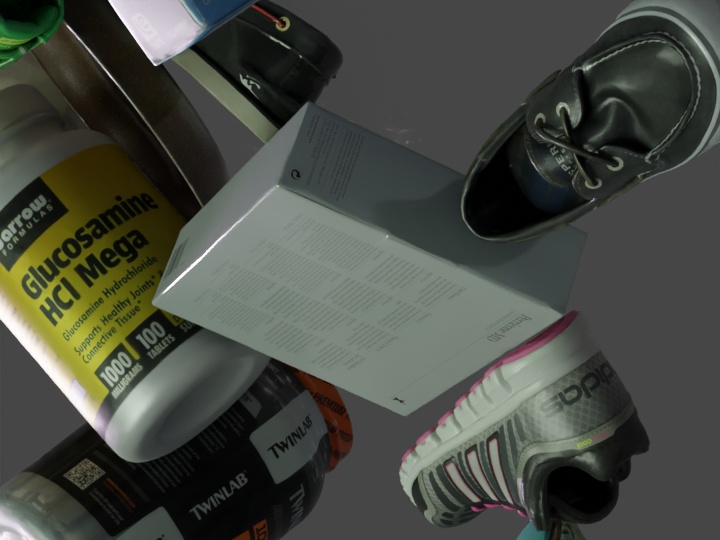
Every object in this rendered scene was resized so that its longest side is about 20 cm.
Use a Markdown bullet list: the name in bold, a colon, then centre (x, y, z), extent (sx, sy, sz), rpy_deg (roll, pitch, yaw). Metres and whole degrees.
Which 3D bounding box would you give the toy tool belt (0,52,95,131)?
- **toy tool belt**: centre (-0.200, -0.027, 1.587), extent (0.125, 0.123, 0.200), rpy_deg (3, 125, 56)

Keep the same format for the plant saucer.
- **plant saucer**: centre (-0.131, -0.099, 1.448), extent (0.200, 0.032, 0.200), rpy_deg (50, 170, 11)

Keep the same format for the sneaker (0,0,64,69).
- **sneaker**: centre (-0.198, -0.128, 1.345), extent (0.084, 0.074, 0.200), rpy_deg (53, 132, 40)

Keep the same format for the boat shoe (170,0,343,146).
- **boat shoe**: centre (-0.075, -0.127, 1.348), extent (0.074, 0.063, 0.201), rpy_deg (41, 180, -39)

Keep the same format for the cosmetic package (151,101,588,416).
- **cosmetic package**: centre (0.000, 0.000, 1.313), extent (0.151, 0.052, 0.200), rpy_deg (27, 156, -13)

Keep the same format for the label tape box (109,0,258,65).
- **label tape box**: centre (-0.083, -0.212, 1.163), extent (0.200, 0.143, 0.066), rpy_deg (55, 152, -3)

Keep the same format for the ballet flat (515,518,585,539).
- **ballet flat**: centre (0.098, 0.181, 1.441), extent (0.074, 0.074, 0.200), rpy_deg (50, 156, 6)

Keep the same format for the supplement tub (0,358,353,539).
- **supplement tub**: centre (-0.107, 0.125, 1.534), extent (0.122, 0.200, 0.123), rpy_deg (37, 149, 27)

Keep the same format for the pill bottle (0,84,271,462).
- **pill bottle**: centre (-0.147, -0.002, 1.459), extent (0.200, 0.112, 0.113), rpy_deg (47, 152, 14)

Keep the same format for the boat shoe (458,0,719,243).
- **boat shoe**: centre (0.096, -0.058, 1.147), extent (0.070, 0.066, 0.200), rpy_deg (54, 153, -3)

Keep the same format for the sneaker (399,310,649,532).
- **sneaker**: centre (0.084, 0.098, 1.340), extent (0.088, 0.074, 0.200), rpy_deg (54, 149, 11)
